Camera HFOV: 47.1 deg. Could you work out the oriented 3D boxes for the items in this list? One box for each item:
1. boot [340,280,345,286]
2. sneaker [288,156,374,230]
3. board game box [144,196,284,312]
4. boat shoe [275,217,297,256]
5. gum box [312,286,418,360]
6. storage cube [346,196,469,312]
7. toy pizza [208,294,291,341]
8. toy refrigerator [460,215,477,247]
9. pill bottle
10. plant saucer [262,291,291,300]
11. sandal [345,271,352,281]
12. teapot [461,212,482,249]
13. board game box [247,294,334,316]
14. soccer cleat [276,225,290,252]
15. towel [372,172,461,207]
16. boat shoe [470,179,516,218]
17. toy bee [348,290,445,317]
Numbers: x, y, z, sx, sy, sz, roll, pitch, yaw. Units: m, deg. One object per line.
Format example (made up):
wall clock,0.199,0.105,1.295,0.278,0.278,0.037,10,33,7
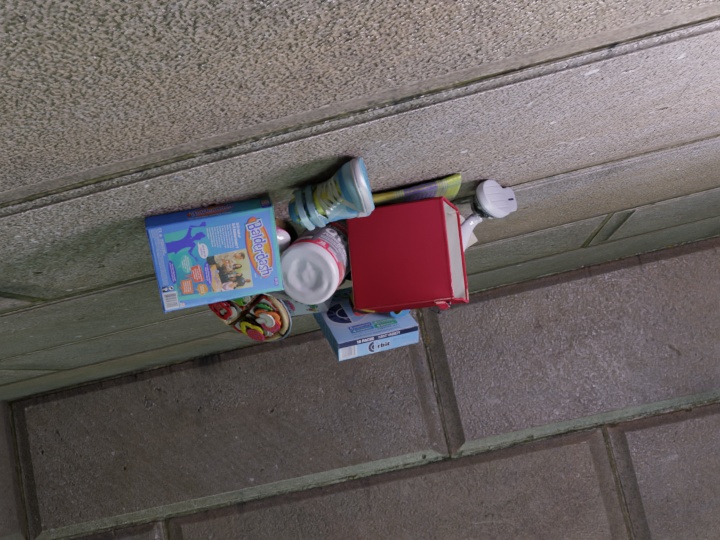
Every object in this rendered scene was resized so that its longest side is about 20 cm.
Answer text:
boot,-0.144,0.027,2.033,0.155,0.074,0.199,-12,-175,41
sneaker,-0.049,-0.109,1.254,0.129,0.080,0.200,-13,171,-3
board game box,-0.229,-0.025,1.315,0.198,0.153,0.045,-10,-151,-11
boat shoe,-0.157,-0.049,1.542,0.064,0.074,0.200,-8,162,7
gum box,0.004,0.097,1.684,0.168,0.045,0.200,-12,-150,-16
storage cube,0.087,-0.024,1.483,0.178,0.202,0.171,-8,174,16
toy pizza,-0.234,0.082,1.692,0.199,0.200,0.032,-20,-150,42
toy refrigerator,0.155,-0.045,1.840,0.199,0.070,0.076,-33,167,13
pill bottle,-0.066,-0.028,1.481,0.110,0.112,0.200,-16,-163,22
plant saucer,-0.210,-0.008,1.569,0.199,0.051,0.200,25,-175,-2
sandal,0.000,0.000,1.768,0.074,0.046,0.200,2,-177,-18
teapot,0.126,-0.049,1.704,0.198,0.147,0.198,17,149,2
board game box,-0.142,0.027,1.737,0.198,0.065,0.148,-10,-142,28
soccer cleat,-0.214,-0.028,1.393,0.198,0.087,0.070,-2,137,-12
towel,0.079,-0.131,1.490,0.198,0.023,0.144,-13,171,-2
boat shoe,0.247,-0.125,1.587,0.070,0.073,0.200,-21,171,23
toy bee,0.077,0.028,1.632,0.199,0.131,0.110,-17,131,-35
